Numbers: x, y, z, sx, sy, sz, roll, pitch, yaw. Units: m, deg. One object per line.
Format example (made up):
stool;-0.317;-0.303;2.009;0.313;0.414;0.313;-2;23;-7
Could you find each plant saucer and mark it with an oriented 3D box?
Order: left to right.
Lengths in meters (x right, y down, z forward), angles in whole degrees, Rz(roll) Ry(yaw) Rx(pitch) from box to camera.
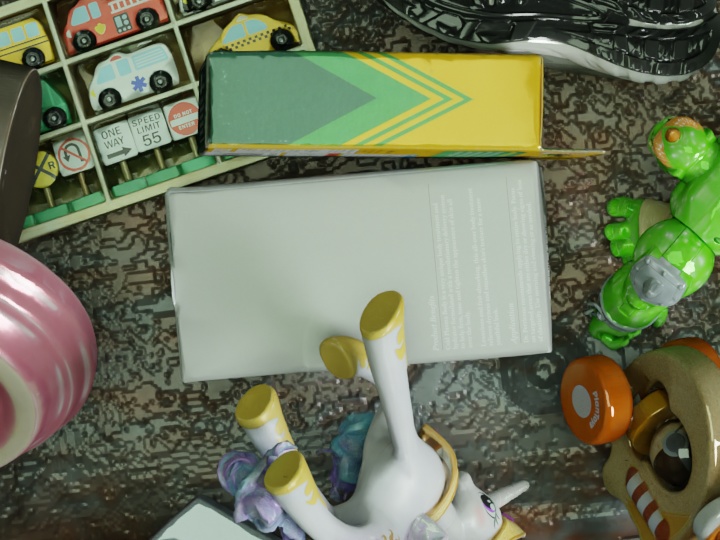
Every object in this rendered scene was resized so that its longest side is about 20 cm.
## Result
plant saucer;-0.237;0.048;1.472;0.200;0.201;0.051;2;52;2

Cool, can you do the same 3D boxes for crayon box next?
crayon box;0.018;-0.084;1.467;0.200;0.126;0.052;1;90;-5

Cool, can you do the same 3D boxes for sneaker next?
sneaker;0.085;-0.139;1.498;0.200;0.079;0.074;17;81;-10

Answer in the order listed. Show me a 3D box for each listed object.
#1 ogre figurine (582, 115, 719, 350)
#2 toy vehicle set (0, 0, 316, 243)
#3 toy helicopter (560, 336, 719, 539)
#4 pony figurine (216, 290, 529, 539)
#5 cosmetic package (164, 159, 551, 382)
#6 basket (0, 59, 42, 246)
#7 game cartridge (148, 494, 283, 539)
ogre figurine;0.194;-0.043;1.487;0.200;0.120;0.098;-30;89;1
toy vehicle set;-0.122;-0.101;1.544;0.200;0.027;0.124;-19;90;2
toy helicopter;0.170;0.139;1.496;0.079;0.132;0.200;-9;110;-29
pony figurine;0.007;0.137;1.445;0.166;0.200;0.193;7;55;40
cosmetic package;0.000;0.000;1.514;0.200;0.090;0.107;-3;91;5
basket;-0.274;-0.067;1.473;0.200;0.180;0.136;10;79;3
game cartridge;-0.094;0.230;1.544;0.133;0.040;0.200;30;91;-2
